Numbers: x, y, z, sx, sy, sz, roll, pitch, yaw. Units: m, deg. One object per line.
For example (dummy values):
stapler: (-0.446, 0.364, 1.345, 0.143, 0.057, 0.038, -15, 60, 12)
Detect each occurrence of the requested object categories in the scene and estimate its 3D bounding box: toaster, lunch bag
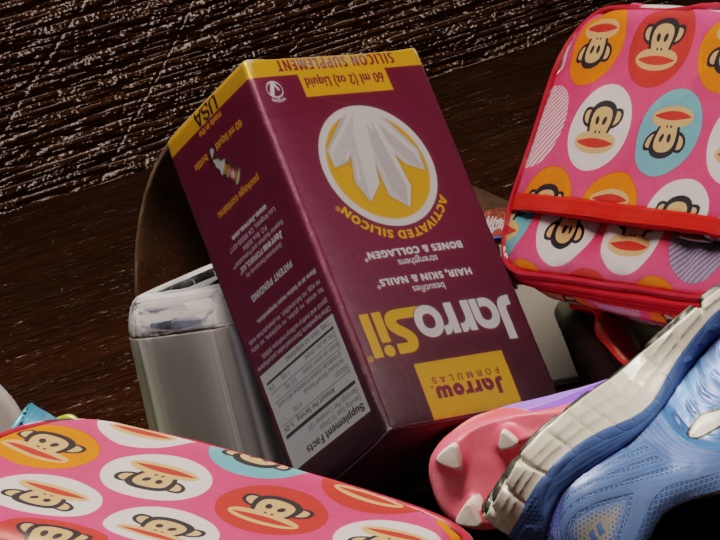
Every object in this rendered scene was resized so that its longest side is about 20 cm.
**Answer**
toaster: (-0.039, 0.057, 1.532, 0.114, 0.129, 0.200, -9, 10, 42)
lunch bag: (-0.063, 0.115, 1.104, 0.200, 0.082, 0.176, 15, 21, 21)
lunch bag: (0.157, -0.035, 1.401, 0.082, 0.176, 0.200, 25, -9, -34)

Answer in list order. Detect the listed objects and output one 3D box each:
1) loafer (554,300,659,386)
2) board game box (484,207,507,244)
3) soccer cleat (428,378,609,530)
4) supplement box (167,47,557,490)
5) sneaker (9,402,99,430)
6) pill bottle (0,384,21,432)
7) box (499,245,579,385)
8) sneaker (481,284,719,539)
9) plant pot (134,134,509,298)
loafer: (0.145, 0.035, 1.531, 0.067, 0.076, 0.200, -20, 7, 9)
board game box: (0.173, -0.003, 1.577, 0.200, 0.019, 0.103, 14, -6, -16)
soccer cleat: (0.127, 0.074, 1.358, 0.200, 0.067, 0.076, -16, 3, 13)
supplement box: (0.000, 0.000, 1.440, 0.110, 0.200, 0.086, -8, -23, -37)
sneaker: (-0.085, 0.110, 1.247, 0.200, 0.131, 0.080, -14, 6, 8)
pill bottle: (-0.254, 0.097, 1.700, 0.114, 0.114, 0.200, -17, 8, -12)
box: (0.147, -0.004, 1.734, 0.078, 0.095, 0.200, -13, 7, 17)
sneaker: (0.143, 0.072, 1.248, 0.200, 0.089, 0.079, -38, -12, -29)
plant pot: (-0.002, 0.005, 1.737, 0.200, 0.187, 0.187, -2, 1, -30)
